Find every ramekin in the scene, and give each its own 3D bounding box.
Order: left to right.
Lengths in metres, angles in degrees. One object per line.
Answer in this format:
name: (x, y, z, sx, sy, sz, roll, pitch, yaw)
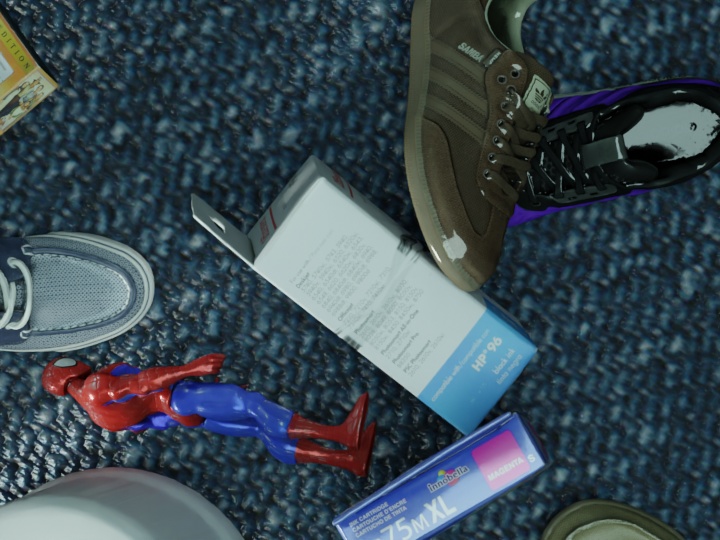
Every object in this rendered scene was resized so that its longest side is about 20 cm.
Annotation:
ramekin: (-0.158, 0.216, 1.713, 0.199, 0.098, 0.202, 0, 90, 18)

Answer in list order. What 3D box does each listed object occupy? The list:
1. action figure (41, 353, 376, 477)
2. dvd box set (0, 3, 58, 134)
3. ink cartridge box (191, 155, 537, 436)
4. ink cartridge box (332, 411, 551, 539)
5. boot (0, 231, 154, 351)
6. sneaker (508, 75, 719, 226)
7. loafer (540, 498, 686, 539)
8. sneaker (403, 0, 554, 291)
action figure: (-0.091, 0.077, 1.743, 0.199, 0.065, 0.052, 7, 68, 11)
dvd box set: (-0.283, -0.093, 1.688, 0.200, 0.029, 0.146, -40, 58, 2)
ink cartridge box: (0.000, 0.000, 1.715, 0.200, 0.116, 0.068, 38, 94, -9)
ink cartridge box: (0.048, 0.125, 1.694, 0.119, 0.200, 0.042, -31, 82, 2)
boot: (-0.218, 0.019, 1.718, 0.199, 0.090, 0.073, -3, 98, -3)
sneaker: (0.128, -0.070, 1.720, 0.199, 0.100, 0.070, -16, 97, -1)
loafer: (0.194, 0.210, 1.782, 0.200, 0.067, 0.076, 36, 95, -8)
sneaker: (0.071, -0.087, 1.679, 0.075, 0.070, 0.201, -17, 59, 24)
